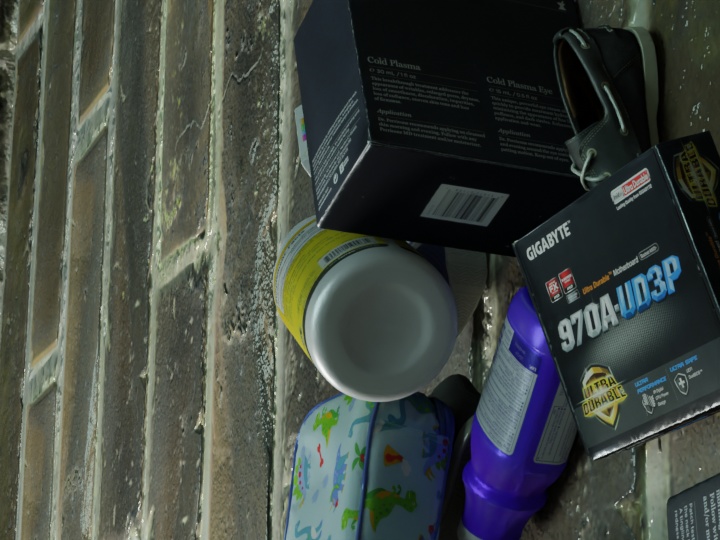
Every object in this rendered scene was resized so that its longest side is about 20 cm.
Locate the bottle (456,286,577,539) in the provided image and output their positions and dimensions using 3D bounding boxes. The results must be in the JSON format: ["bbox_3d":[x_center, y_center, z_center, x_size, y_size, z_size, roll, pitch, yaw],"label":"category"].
[{"bbox_3d":[0.119,0.114,1.422,0.084,0.065,0.201,-121,42,-59],"label":"bottle"}]

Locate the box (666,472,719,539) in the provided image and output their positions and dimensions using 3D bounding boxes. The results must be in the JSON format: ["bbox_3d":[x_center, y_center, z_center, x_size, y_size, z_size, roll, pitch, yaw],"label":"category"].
[{"bbox_3d":[0.267,0.137,0.844,0.197,0.199,0.125,139,134,-60],"label":"box"}]

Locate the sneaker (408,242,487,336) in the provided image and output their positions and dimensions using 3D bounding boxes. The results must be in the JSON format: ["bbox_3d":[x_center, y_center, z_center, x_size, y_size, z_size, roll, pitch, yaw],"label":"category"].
[{"bbox_3d":[0.053,-0.031,1.634,0.115,0.080,0.201,149,132,-68],"label":"sneaker"}]

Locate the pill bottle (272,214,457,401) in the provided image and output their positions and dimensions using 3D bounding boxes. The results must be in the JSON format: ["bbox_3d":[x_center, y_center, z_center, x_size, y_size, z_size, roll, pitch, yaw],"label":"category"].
[{"bbox_3d":[-0.004,0.019,1.476,0.200,0.112,0.113,-133,52,-71],"label":"pill bottle"}]

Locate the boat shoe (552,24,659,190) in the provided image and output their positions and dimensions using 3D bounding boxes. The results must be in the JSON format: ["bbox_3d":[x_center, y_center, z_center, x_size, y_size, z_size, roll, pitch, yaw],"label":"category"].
[{"bbox_3d":[0.169,-0.073,1.346,0.072,0.067,0.202,143,126,-61],"label":"boat shoe"}]

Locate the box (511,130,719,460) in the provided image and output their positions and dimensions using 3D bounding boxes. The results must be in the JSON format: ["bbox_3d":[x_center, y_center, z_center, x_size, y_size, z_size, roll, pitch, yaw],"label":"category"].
[{"bbox_3d":[0.183,0.022,1.246,0.200,0.046,0.160,-37,70,62],"label":"box"}]

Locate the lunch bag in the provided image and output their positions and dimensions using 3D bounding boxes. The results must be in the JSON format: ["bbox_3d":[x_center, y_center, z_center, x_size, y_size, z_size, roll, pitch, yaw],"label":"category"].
[{"bbox_3d":[-0.002,0.190,1.490,0.161,0.082,0.201,-34,43,56],"label":"lunch bag"}]

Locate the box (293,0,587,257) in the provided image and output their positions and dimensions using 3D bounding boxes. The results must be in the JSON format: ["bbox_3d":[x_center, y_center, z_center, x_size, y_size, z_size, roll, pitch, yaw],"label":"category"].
[{"bbox_3d":[0.066,-0.118,1.440,0.104,0.199,0.183,124,147,-48],"label":"box"}]

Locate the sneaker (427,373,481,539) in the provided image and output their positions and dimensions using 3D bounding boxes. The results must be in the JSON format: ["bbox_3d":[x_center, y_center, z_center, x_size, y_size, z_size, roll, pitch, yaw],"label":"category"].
[{"bbox_3d":[0.069,0.187,1.538,0.106,0.074,0.201,-128,57,-67],"label":"sneaker"}]

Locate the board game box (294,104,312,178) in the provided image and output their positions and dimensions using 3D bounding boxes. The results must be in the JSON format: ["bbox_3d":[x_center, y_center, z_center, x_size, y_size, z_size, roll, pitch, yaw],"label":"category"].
[{"bbox_3d":[0.010,-0.138,1.644,0.134,0.034,0.200,-35,16,6],"label":"board game box"}]
